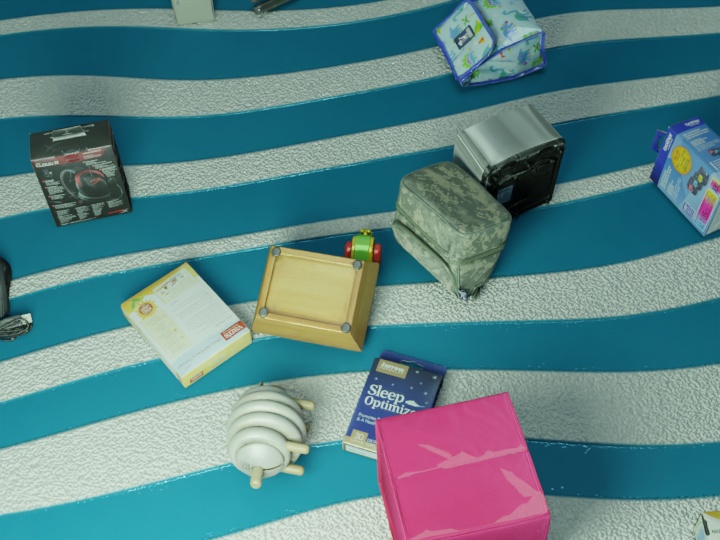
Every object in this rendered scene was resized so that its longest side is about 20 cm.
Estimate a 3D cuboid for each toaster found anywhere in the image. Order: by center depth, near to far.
[{"bbox_3d":[0.266,-0.190,1.819,0.179,0.201,0.119,-24,59,-16],"label":"toaster"}]

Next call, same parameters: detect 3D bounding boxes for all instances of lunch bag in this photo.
[{"bbox_3d":[0.153,-0.064,1.744,0.139,0.169,0.200,-25,53,-32],"label":"lunch bag"},{"bbox_3d":[0.270,-0.488,2.108,0.198,0.128,0.171,-22,55,1],"label":"lunch bag"}]

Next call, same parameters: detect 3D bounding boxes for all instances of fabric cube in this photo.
[{"bbox_3d":[0.138,0.322,1.421,0.197,0.197,0.201,-10,52,-7],"label":"fabric cube"}]

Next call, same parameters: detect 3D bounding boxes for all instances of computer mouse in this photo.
[{"bbox_3d":[-0.660,0.039,1.763,0.137,0.053,0.201,-15,53,-9],"label":"computer mouse"}]

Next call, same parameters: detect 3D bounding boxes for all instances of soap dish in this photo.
[{"bbox_3d":[-0.079,0.041,1.694,0.198,0.081,0.159,10,75,9],"label":"soap dish"}]

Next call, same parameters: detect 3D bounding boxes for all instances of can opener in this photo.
[{"bbox_3d":[-0.171,-0.649,2.300,0.199,0.054,0.067,-30,24,-20],"label":"can opener"}]

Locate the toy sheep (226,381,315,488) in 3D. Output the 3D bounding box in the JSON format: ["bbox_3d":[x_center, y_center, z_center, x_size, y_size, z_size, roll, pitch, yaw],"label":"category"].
[{"bbox_3d":[-0.142,0.252,1.530,0.136,0.139,0.201,1,33,3],"label":"toy sheep"}]

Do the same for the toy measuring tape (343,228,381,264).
[{"bbox_3d":[0.000,0.000,1.759,0.073,0.074,0.201,4,52,5],"label":"toy measuring tape"}]

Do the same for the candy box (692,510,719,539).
[{"bbox_3d":[0.563,0.439,1.400,0.135,0.061,0.201,-4,51,-1],"label":"candy box"}]

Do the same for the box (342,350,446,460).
[{"bbox_3d":[0.059,0.215,1.613,0.120,0.033,0.201,14,53,13],"label":"box"}]

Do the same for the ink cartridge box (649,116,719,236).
[{"bbox_3d":[0.618,-0.185,1.840,0.076,0.137,0.201,-17,53,-18],"label":"ink cartridge box"}]

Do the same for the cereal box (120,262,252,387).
[{"bbox_3d":[-0.300,0.091,1.717,0.143,0.040,0.200,-33,58,-22],"label":"cereal box"}]

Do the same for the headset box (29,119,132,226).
[{"bbox_3d":[-0.516,-0.185,1.840,0.147,0.201,0.075,-12,52,-7],"label":"headset box"}]

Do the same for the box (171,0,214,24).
[{"bbox_3d":[-0.390,-0.661,2.287,0.094,0.078,0.201,-8,52,-4],"label":"box"}]
